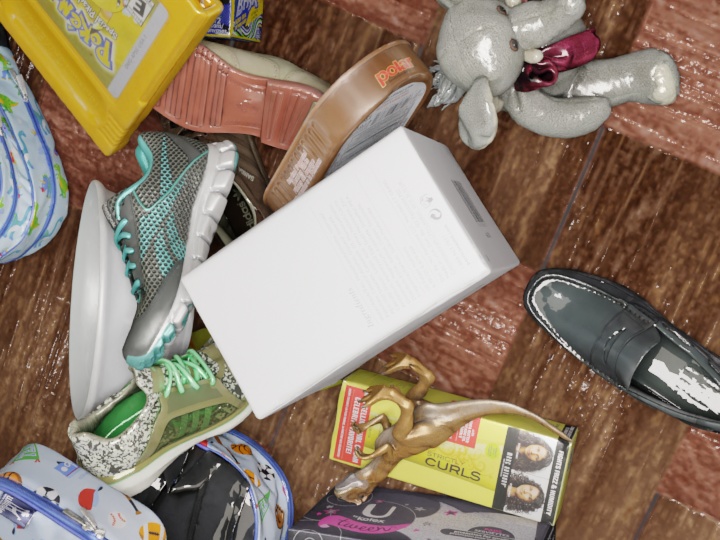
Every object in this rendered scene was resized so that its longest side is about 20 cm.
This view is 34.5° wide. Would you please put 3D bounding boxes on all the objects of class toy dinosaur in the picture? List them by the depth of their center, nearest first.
[{"bbox_3d":[0.057,0.118,0.925,0.198,0.061,0.107,-28,110,24],"label":"toy dinosaur"}]

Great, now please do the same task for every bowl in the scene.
[{"bbox_3d":[-0.195,0.028,1.000,0.089,0.201,0.205,4,98,-21],"label":"bowl"}]

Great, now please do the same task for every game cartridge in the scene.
[{"bbox_3d":[-0.214,-0.214,0.930,0.177,0.032,0.200,51,134,1],"label":"game cartridge"}]

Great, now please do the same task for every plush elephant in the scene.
[{"bbox_3d":[0.119,-0.173,0.866,0.197,0.155,0.167,-20,89,18],"label":"plush elephant"}]

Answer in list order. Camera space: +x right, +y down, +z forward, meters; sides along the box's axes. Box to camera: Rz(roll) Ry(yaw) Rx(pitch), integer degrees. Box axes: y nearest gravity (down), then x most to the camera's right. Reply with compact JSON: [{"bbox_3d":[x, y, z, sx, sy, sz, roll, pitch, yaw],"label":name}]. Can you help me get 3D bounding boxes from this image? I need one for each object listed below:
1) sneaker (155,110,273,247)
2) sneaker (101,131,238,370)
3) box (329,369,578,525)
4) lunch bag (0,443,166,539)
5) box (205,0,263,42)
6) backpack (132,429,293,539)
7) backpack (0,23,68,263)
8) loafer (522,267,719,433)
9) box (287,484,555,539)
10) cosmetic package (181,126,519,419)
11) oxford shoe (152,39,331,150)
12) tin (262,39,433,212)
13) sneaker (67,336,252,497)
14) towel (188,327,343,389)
[{"bbox_3d":[-0.127,-0.099,0.999,0.070,0.075,0.202,-34,85,18],"label":"sneaker"},{"bbox_3d":[-0.162,-0.022,0.900,0.090,0.078,0.203,19,61,-11],"label":"sneaker"},{"bbox_3d":[0.077,0.144,0.967,0.197,0.050,0.077,15,100,17],"label":"box"},{"bbox_3d":[-0.235,0.242,0.899,0.159,0.076,0.202,29,120,11],"label":"lunch bag"},{"bbox_3d":[-0.186,-0.238,1.008,0.196,0.070,0.066,8,100,18],"label":"box"},{"bbox_3d":[-0.143,0.229,0.994,0.197,0.154,0.193,24,105,15],"label":"backpack"},{"bbox_3d":[-0.354,-0.101,1.053,0.161,0.154,0.202,-28,99,12],"label":"backpack"},{"bbox_3d":[0.215,0.060,0.902,0.199,0.070,0.069,32,104,13],"label":"loafer"},{"bbox_3d":[0.051,0.254,0.942,0.196,0.132,0.117,3,98,18],"label":"box"},{"bbox_3d":[0.000,0.000,0.892,0.199,0.199,0.124,-34,84,12],"label":"cosmetic package"},{"bbox_3d":[-0.109,-0.155,0.980,0.197,0.074,0.072,22,119,3],"label":"oxford shoe"},{"bbox_3d":[-0.011,-0.100,0.912,0.042,0.111,0.200,53,145,11],"label":"tin"},{"bbox_3d":[-0.149,0.097,0.920,0.199,0.089,0.077,-41,57,-18],"label":"sneaker"},{"bbox_3d":[-0.115,0.088,1.045,0.197,0.018,0.087,-19,93,19],"label":"towel"}]
